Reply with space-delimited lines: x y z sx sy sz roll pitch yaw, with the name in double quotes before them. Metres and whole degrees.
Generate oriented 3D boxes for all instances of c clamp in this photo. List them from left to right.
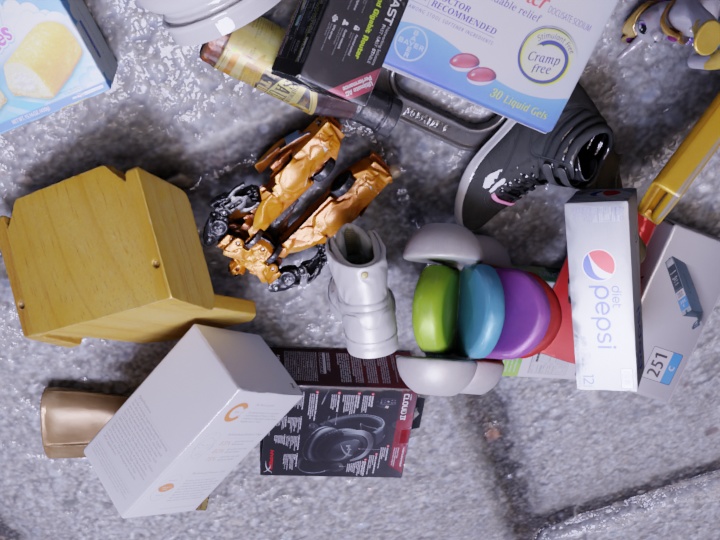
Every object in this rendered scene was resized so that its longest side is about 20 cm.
"c clamp" 0.093 -0.208 0.909 0.200 0.027 0.171 27 118 -23

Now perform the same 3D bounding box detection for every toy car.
"toy car" 0.131 0.045 0.958 0.150 0.200 0.175 2 85 28

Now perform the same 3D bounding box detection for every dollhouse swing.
"dollhouse swing" -0.233 -0.008 0.968 0.200 0.176 0.182 -15 90 28

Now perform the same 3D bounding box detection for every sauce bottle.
"sauce bottle" -0.053 -0.188 0.880 0.200 0.066 0.066 23 118 -16

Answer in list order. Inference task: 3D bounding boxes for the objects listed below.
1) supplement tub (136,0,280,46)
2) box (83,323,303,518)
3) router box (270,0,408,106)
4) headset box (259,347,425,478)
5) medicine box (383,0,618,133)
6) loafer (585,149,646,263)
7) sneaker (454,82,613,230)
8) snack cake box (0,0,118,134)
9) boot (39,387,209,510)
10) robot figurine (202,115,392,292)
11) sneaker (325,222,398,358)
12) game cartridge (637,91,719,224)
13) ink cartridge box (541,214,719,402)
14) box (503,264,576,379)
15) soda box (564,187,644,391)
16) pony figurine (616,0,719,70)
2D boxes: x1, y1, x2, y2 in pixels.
"supplement tub" -0.151 -0.303 0.748 0.145 0.145 0.200 -23 123 9
"box" -0.183 0.167 1.005 0.200 0.098 0.124 -47 153 13
"router box" -0.003 -0.243 0.766 0.062 0.150 0.200 20 99 -19
"headset box" -0.020 0.176 1.123 0.200 0.077 0.149 2 123 -9
"medicine box" 0.124 -0.254 0.818 0.182 0.103 0.200 19 109 -18
"loafer" 0.275 -0.036 0.990 0.067 0.076 0.200 2 106 15
"sneaker" 0.177 -0.099 0.940 0.071 0.099 0.200 10 126 -45
"snack cake box" -0.343 -0.193 0.847 0.200 0.067 0.115 -20 124 7
"boot" -0.285 0.220 1.134 0.200 0.066 0.175 1 111 -8
"robot figurine" -0.070 -0.066 0.967 0.200 0.058 0.145 -41 118 19
"sneaker" 0.000 0.000 0.951 0.074 0.200 0.116 -10 109 -7
"game cartridge" 0.339 -0.143 0.872 0.032 0.176 0.200 35 92 12
"ink cartridge box" 0.311 0.035 1.044 0.176 0.045 0.200 18 102 -13
"box" 0.254 0.066 1.106 0.200 0.036 0.144 4 122 -10
"soda box" 0.252 0.019 0.935 0.063 0.068 0.200 -1 105 24
"pony figurine" 0.317 -0.267 0.819 0.166 0.200 0.193 28 101 -15
